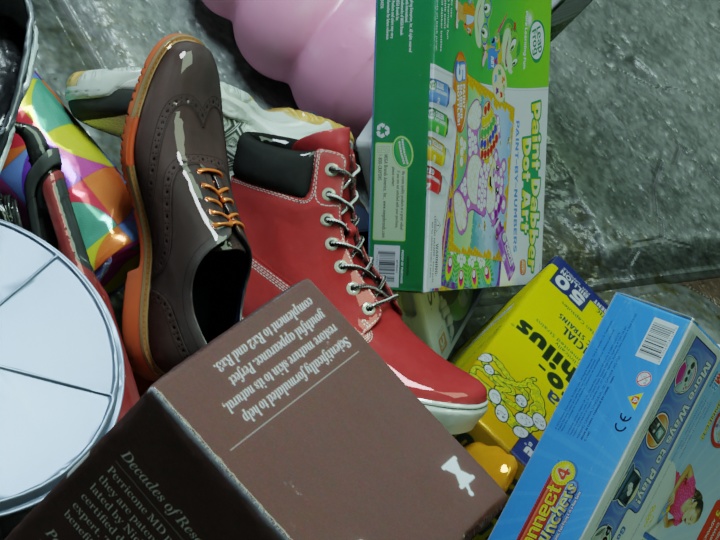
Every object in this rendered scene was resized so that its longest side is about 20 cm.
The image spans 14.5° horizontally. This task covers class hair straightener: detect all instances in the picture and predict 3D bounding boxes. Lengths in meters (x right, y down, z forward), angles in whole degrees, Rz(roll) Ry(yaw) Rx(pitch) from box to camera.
[{"bbox_3d":[-0.187,0.006,1.605,0.041,0.077,0.200,-22,93,-64],"label":"hair straightener"}]

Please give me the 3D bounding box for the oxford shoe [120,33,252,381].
[{"bbox_3d":[-0.089,-0.036,1.612,0.071,0.073,0.200,-2,92,-46],"label":"oxford shoe"}]

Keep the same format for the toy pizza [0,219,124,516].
[{"bbox_3d":[-0.227,0.052,1.527,0.200,0.032,0.200,9,54,-12],"label":"toy pizza"}]

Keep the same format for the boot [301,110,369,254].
[{"bbox_3d":[-0.061,-0.045,1.792,0.200,0.075,0.097,-14,62,-53],"label":"boot"}]

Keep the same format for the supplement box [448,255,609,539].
[{"bbox_3d":[0.098,0.098,1.776,0.109,0.110,0.200,43,35,-2],"label":"supplement box"}]

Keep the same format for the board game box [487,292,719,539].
[{"bbox_3d":[0.166,0.142,1.665,0.056,0.200,0.196,22,-12,35],"label":"board game box"}]

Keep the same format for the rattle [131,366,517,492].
[{"bbox_3d":[-0.036,0.096,1.624,0.200,0.143,0.130,48,53,-6],"label":"rattle"}]

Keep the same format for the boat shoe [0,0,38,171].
[{"bbox_3d":[-0.223,-0.067,1.537,0.072,0.068,0.200,25,62,-4],"label":"boat shoe"}]

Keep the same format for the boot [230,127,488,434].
[{"bbox_3d":[0.000,0.000,1.641,0.200,0.144,0.072,26,13,17],"label":"boot"}]

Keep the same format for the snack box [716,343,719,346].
[{"bbox_3d":[0.214,0.144,1.790,0.072,0.024,0.200,16,71,5],"label":"snack box"}]

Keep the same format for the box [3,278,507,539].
[{"bbox_3d":[-0.068,0.146,1.482,0.164,0.200,0.166,48,34,5],"label":"box"}]

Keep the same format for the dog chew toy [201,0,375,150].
[{"bbox_3d":[-0.029,-0.171,1.922,0.200,0.125,0.125,37,35,3],"label":"dog chew toy"}]

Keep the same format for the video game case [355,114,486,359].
[{"bbox_3d":[0.059,-0.062,1.859,0.200,0.023,0.182,-59,143,-48],"label":"video game case"}]

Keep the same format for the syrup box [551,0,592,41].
[{"bbox_3d":[0.095,-0.185,1.982,0.081,0.200,0.079,52,35,9],"label":"syrup box"}]

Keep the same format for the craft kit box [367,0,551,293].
[{"bbox_3d":[0.065,-0.087,1.795,0.198,0.049,0.200,-5,97,-68],"label":"craft kit box"}]

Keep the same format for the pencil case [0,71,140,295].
[{"bbox_3d":[-0.200,-0.064,1.667,0.200,0.088,0.088,51,35,9],"label":"pencil case"}]

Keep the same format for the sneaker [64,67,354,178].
[{"bbox_3d":[-0.090,-0.065,1.698,0.200,0.076,0.088,16,82,-33],"label":"sneaker"}]
